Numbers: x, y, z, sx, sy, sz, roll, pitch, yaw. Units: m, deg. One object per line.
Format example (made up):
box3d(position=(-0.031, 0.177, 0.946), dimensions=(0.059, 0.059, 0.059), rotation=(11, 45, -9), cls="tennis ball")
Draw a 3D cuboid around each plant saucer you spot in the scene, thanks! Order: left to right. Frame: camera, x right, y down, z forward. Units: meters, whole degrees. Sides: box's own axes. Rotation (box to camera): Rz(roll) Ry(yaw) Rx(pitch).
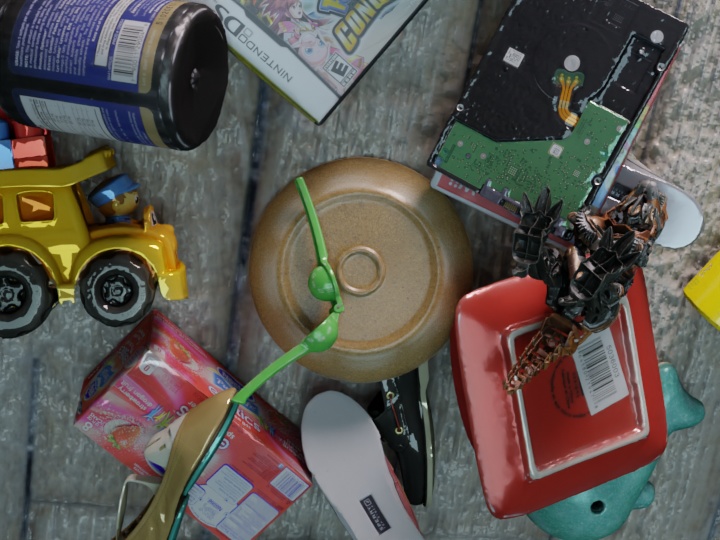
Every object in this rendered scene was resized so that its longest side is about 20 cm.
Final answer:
box3d(position=(0.000, 0.000, 1.058), dimensions=(0.200, 0.035, 0.201), rotation=(0, 91, 1), cls="plant saucer")

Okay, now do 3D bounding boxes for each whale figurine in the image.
box3d(position=(0.240, 0.178, 1.156), dimensions=(0.200, 0.104, 0.159), rotation=(-36, 110, 7), cls="whale figurine")

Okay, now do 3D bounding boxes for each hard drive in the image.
box3d(position=(0.161, -0.143, 1.003), dimensions=(0.140, 0.038, 0.200), rotation=(29, 99, 10), cls="hard drive")

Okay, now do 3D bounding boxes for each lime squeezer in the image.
box3d(position=(-0.047, 0.024, 1.019), dimensions=(0.070, 0.038, 0.200), rotation=(13, 76, 5), cls="lime squeezer")

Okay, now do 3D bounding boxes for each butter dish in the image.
box3d(position=(0.152, 0.091, 1.075), dimensions=(0.199, 0.148, 0.200), rotation=(-15, 99, -24), cls="butter dish")

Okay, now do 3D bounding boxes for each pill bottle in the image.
box3d(position=(-0.212, -0.160, 0.931), dimensions=(0.200, 0.112, 0.112), rotation=(11, 111, 14), cls="pill bottle")

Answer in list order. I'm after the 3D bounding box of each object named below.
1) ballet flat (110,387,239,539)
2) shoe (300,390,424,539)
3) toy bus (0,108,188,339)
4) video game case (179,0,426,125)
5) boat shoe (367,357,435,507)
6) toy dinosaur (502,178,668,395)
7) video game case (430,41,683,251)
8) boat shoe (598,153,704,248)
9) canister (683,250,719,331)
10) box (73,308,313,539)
box3d(position=(-0.165, 0.177, 1.024), dimensions=(0.063, 0.069, 0.200), rotation=(25, 106, -1), cls="ballet flat")
box3d(position=(0.005, 0.210, 1.114), dimensions=(0.071, 0.091, 0.200), rotation=(-26, 73, -9), cls="shoe")
box3d(position=(-0.249, -0.049, 1.005), dimensions=(0.200, 0.136, 0.192), rotation=(-4, 95, -7), cls="toy bus")
box3d(position=(-0.036, -0.249, 0.965), dimensions=(0.181, 0.026, 0.200), rotation=(39, 96, -21), cls="video game case")
box3d(position=(0.038, 0.129, 1.130), dimensions=(0.063, 0.074, 0.202), rotation=(-7, 109, 1), cls="boat shoe")
box3d(position=(0.181, 0.011, 0.955), dimensions=(0.102, 0.200, 0.136), rotation=(8, 158, 26), cls="toy dinosaur")
box3d(position=(0.164, -0.132, 1.031), dimensions=(0.143, 0.017, 0.200), rotation=(26, 99, 10), cls="video game case")
box3d(position=(0.210, -0.084, 1.069), dimensions=(0.200, 0.070, 0.071), rotation=(29, 99, 9), cls="boat shoe")
box3d(position=(0.417, -0.008, 1.119), dimensions=(0.148, 0.087, 0.200), rotation=(36, 104, -18), cls="canister")
box3d(position=(-0.149, 0.146, 1.099), dimensions=(0.200, 0.095, 0.103), rotation=(42, 101, -19), cls="box")
